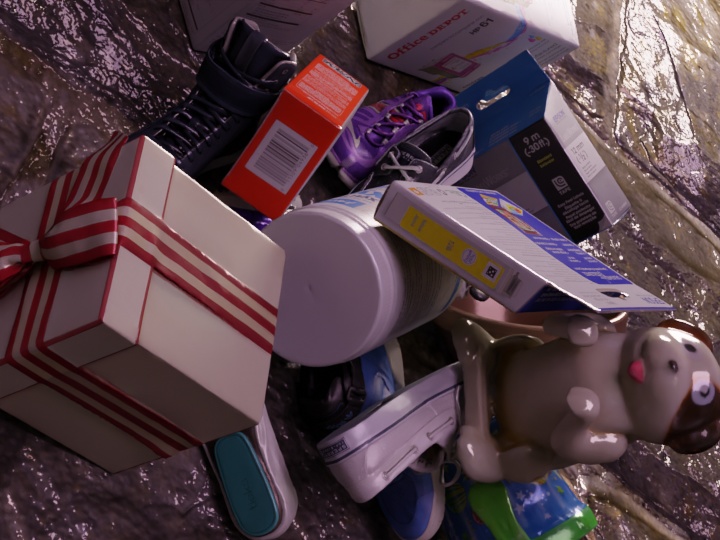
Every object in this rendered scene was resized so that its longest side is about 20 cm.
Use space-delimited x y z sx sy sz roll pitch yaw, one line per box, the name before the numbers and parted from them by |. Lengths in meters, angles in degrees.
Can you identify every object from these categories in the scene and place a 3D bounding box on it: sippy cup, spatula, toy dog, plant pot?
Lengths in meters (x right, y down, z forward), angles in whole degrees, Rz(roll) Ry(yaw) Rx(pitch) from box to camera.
sippy cup | 0.124 0.203 1.369 0.139 0.178 0.130 -24 82 -29
spatula | 0.137 -0.003 1.509 0.056 0.021 0.200 33 26 5
toy dog | 0.198 0.110 1.243 0.194 0.200 0.140 43 42 -44
plant pot | 0.158 0.065 1.490 0.201 0.201 0.093 -16 116 -51

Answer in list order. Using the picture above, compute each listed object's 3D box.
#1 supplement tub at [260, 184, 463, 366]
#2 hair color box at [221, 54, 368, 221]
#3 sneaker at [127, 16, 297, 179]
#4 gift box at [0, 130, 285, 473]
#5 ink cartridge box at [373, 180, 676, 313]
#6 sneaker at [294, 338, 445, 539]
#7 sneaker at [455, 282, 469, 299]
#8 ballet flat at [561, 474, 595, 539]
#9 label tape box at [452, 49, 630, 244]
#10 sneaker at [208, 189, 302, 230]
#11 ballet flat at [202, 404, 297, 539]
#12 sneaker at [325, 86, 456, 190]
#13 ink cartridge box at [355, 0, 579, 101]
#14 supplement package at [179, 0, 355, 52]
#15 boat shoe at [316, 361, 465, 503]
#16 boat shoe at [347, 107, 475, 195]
supplement tub | 0.000 0.000 1.285 0.132 0.132 0.200 63 25 4
hair color box | -0.053 -0.119 1.323 0.061 0.102 0.200 35 16 -3
sneaker | -0.134 -0.137 1.282 0.077 0.146 0.202 41 37 5
gift box | -0.184 0.016 1.121 0.187 0.184 0.200 38 39 -38
ink cartridge box | 0.137 -0.004 1.236 0.200 0.047 0.198 38 16 24
sneaker | 0.000 0.142 1.318 0.111 0.077 0.200 6 63 -46
sneaker | 0.069 -0.032 1.503 0.200 0.099 0.078 -54 148 -71
ballet flat | 0.212 0.282 1.474 0.065 0.070 0.200 -1 71 -64
label tape box | 0.170 -0.110 1.606 0.200 0.143 0.066 56 38 -6
sneaker | -0.107 -0.012 1.303 0.200 0.070 0.100 -8 76 -49
ballet flat | -0.100 0.122 1.241 0.069 0.069 0.200 -12 80 -50
sneaker | 0.029 -0.147 1.525 0.081 0.083 0.200 56 40 -4
ink cartridge box | 0.116 -0.269 1.647 0.200 0.144 0.085 13 59 -43
supplement package | -0.069 -0.294 1.416 0.109 0.200 0.114 1 67 -47
boat shoe | 0.051 0.139 1.251 0.202 0.075 0.086 -27 89 -53
boat shoe | 0.044 -0.091 1.455 0.072 0.068 0.200 35 54 24
